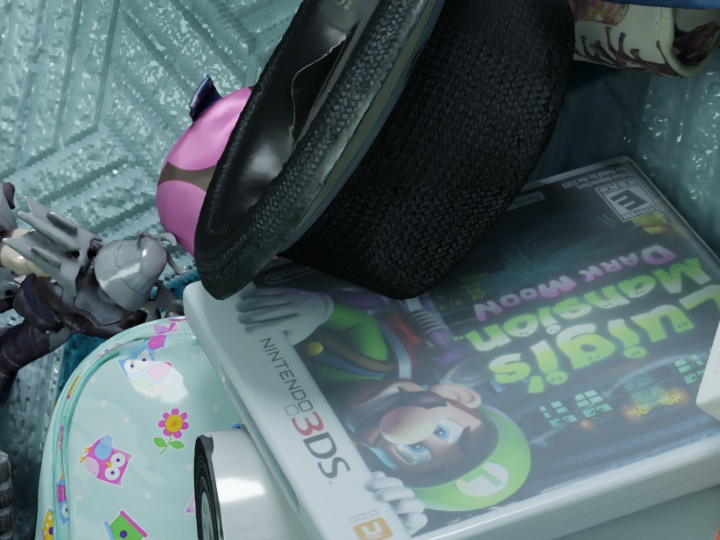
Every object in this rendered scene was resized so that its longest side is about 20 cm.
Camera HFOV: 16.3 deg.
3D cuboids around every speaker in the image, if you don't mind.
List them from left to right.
[{"bbox_3d":[0.039,0.092,0.980,0.200,0.081,0.081,-5,83,-11],"label":"speaker"}]

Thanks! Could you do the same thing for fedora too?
[{"bbox_3d":[0.019,-0.062,0.961,0.092,0.201,0.201,29,109,-14],"label":"fedora"}]

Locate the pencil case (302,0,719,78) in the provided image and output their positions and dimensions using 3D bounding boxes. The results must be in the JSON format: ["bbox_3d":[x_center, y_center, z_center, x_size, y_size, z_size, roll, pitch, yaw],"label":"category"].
[{"bbox_3d":[0.065,-0.132,1.046,0.200,0.089,0.078,12,123,34],"label":"pencil case"}]

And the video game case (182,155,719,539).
[{"bbox_3d":[0.054,0.034,0.958,0.182,0.200,0.023,-124,23,-48],"label":"video game case"}]

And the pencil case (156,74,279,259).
[{"bbox_3d":[0.000,0.000,1.083,0.094,0.091,0.200,-45,65,-4],"label":"pencil case"}]

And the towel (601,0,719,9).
[{"bbox_3d":[0.150,-0.139,0.863,0.200,0.049,0.112,13,79,40],"label":"towel"}]

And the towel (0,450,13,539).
[{"bbox_3d":[-0.246,0.146,1.222,0.200,0.086,0.166,17,112,35],"label":"towel"}]

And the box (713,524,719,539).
[{"bbox_3d":[0.228,0.112,0.859,0.200,0.124,0.098,-16,98,19],"label":"box"}]

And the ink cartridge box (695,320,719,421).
[{"bbox_3d":[0.198,-0.036,0.875,0.117,0.067,0.200,-30,35,58],"label":"ink cartridge box"}]

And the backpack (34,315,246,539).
[{"bbox_3d":[-0.065,0.121,1.065,0.127,0.167,0.200,128,139,-73],"label":"backpack"}]

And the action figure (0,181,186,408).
[{"bbox_3d":[-0.149,0.012,1.162,0.200,0.130,0.069,-20,32,45],"label":"action figure"}]
